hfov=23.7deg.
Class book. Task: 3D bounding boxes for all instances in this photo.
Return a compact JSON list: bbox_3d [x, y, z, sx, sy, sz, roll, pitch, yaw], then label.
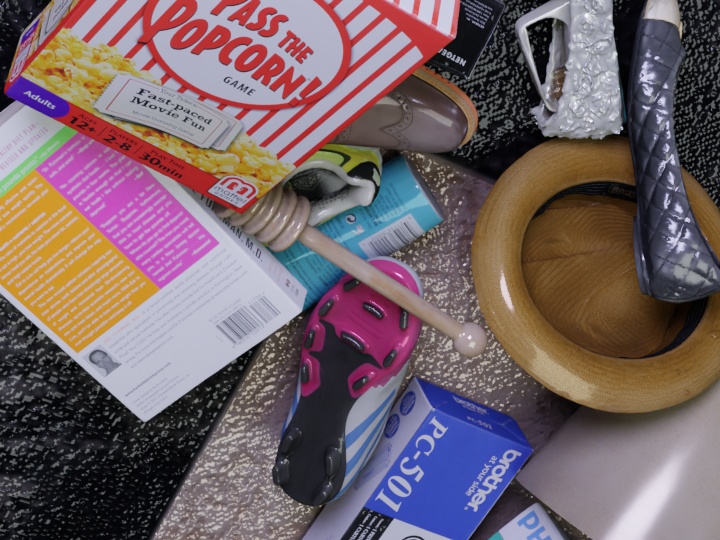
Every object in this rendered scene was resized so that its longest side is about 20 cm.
[{"bbox_3d":[-0.147,-0.015,1.019,0.134,0.048,0.200,-34,111,22],"label":"book"}]

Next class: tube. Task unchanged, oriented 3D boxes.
[{"bbox_3d":[-0.043,-0.002,1.109,0.200,0.050,0.077,-31,117,7],"label":"tube"}]

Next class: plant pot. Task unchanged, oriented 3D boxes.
[{"bbox_3d":[0.240,0.115,1.195,0.187,0.187,0.200,33,90,-29],"label":"plant pot"}]

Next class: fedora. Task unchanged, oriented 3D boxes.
[{"bbox_3d":[0.153,0.008,1.127,0.200,0.201,0.082,7,161,-20],"label":"fedora"}]

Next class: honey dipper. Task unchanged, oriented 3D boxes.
[{"bbox_3d":[0.000,0.000,1.033,0.200,0.038,0.038,33,106,-27],"label":"honey dipper"}]

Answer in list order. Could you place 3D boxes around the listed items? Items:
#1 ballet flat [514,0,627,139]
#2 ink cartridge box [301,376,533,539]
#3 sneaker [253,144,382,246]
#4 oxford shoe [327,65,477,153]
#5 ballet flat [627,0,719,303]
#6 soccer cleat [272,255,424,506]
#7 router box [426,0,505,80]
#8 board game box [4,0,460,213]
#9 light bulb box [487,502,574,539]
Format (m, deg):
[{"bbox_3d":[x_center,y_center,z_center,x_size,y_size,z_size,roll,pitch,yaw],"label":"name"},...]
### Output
[{"bbox_3d":[0.126,-0.166,1.049,0.072,0.072,0.200,-13,120,-8],"label":"ballet flat"},{"bbox_3d":[0.027,0.179,1.232,0.094,0.044,0.200,25,109,-28],"label":"ink cartridge box"},{"bbox_3d":[-0.081,-0.044,1.054,0.200,0.076,0.075,-24,124,0],"label":"sneaker"},{"bbox_3d":[-0.033,-0.091,1.002,0.200,0.073,0.071,11,139,7],"label":"oxford shoe"},{"bbox_3d":[0.199,-0.079,1.081,0.057,0.066,0.200,-4,83,16],"label":"ballet flat"},{"bbox_3d":[-0.005,0.065,1.139,0.070,0.086,0.200,29,120,11],"label":"soccer cleat"},{"bbox_3d":[-0.037,-0.179,0.943,0.200,0.149,0.051,25,97,-26],"label":"router box"},{"bbox_3d":[-0.068,-0.119,0.870,0.151,0.046,0.200,26,142,-24],"label":"board game box"},{"bbox_3d":[0.163,0.308,1.233,0.125,0.198,0.200,-38,135,6],"label":"light bulb box"}]
